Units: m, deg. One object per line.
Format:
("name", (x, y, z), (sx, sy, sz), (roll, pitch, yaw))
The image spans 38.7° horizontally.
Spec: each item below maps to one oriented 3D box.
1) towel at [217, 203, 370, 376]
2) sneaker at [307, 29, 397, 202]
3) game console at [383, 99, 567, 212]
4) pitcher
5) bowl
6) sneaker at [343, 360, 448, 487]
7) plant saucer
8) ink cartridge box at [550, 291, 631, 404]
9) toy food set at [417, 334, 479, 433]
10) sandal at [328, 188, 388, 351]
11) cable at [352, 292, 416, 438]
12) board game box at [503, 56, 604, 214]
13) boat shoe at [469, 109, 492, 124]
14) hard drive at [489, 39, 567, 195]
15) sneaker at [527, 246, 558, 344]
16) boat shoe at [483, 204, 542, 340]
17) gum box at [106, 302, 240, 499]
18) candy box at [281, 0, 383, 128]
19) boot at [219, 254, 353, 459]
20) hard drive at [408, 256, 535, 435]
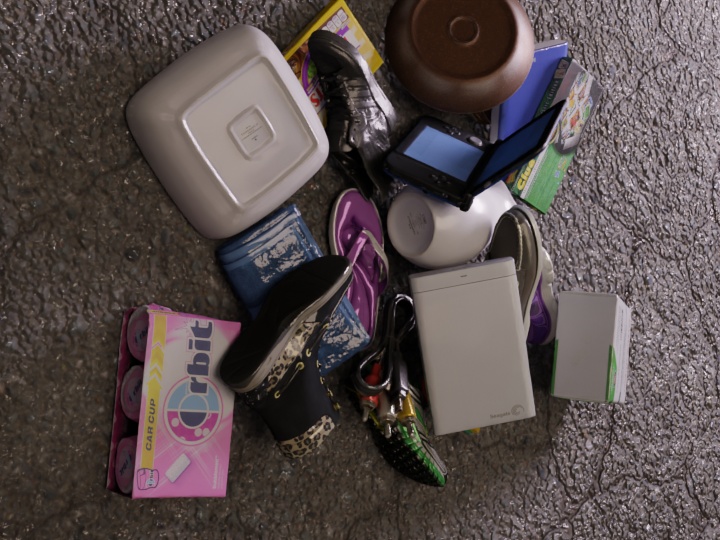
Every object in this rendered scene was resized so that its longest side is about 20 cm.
("towel", (-0.077, 0.033, 1.202), (0.111, 0.048, 0.201), (-34, 110, -14))
("sneaker", (-0.014, -0.184, 1.235), (0.200, 0.060, 0.105), (49, 58, -37))
("game console", (0.144, -0.168, 1.262), (0.119, 0.169, 0.200), (-69, 172, 30))
("pitcher", (0.118, -0.091, 1.341), (0.199, 0.121, 0.173), (-10, 74, -48))
("bowl", (-0.134, -0.154, 1.141), (0.200, 0.074, 0.201), (-40, 114, -21))
("sneaker", (0.064, 0.191, 1.302), (0.085, 0.078, 0.201), (-40, 112, -32))
("plant saucer", (0.131, -0.304, 1.326), (0.198, 0.037, 0.203), (1, 77, -2))
("ink cartridge box", (0.331, 0.114, 1.454), (0.200, 0.082, 0.149), (23, 72, -68))
("toy food set", (0.139, 0.112, 1.362), (0.200, 0.048, 0.199), (48, 46, -35))
("sandal", (0.006, -0.001, 1.279), (0.082, 0.050, 0.206), (-3, 93, -38))
("cable", (0.027, 0.107, 1.253), (0.096, 0.050, 0.201), (25, 41, -24))
("board game box", (0.273, -0.188, 1.446), (0.104, 0.023, 0.202), (25, 91, -50))
("boat shoe", (0.169, -0.302, 1.399), (0.075, 0.073, 0.203), (-19, 100, -36))
("hard drive", (0.232, -0.210, 1.430), (0.131, 0.025, 0.202), (-20, 123, -37))
("sneaker", (0.222, 0.033, 1.416), (0.083, 0.081, 0.201), (-24, 136, -3))
("boat shoe", (0.182, 0.018, 1.300), (0.060, 0.072, 0.204), (-14, 118, -34))
("gum box", (-0.200, 0.139, 1.105), (0.113, 0.066, 0.203), (9, 83, -39))
("candy box", (-0.057, -0.233, 1.252), (0.201, 0.026, 0.103), (-52, 122, -26))
("boot", (-0.059, 0.097, 1.161), (0.204, 0.073, 0.155), (-50, 132, -28))
("hard drive", (0.139, 0.094, 1.266), (0.130, 0.027, 0.203), (-10, 101, -3))
